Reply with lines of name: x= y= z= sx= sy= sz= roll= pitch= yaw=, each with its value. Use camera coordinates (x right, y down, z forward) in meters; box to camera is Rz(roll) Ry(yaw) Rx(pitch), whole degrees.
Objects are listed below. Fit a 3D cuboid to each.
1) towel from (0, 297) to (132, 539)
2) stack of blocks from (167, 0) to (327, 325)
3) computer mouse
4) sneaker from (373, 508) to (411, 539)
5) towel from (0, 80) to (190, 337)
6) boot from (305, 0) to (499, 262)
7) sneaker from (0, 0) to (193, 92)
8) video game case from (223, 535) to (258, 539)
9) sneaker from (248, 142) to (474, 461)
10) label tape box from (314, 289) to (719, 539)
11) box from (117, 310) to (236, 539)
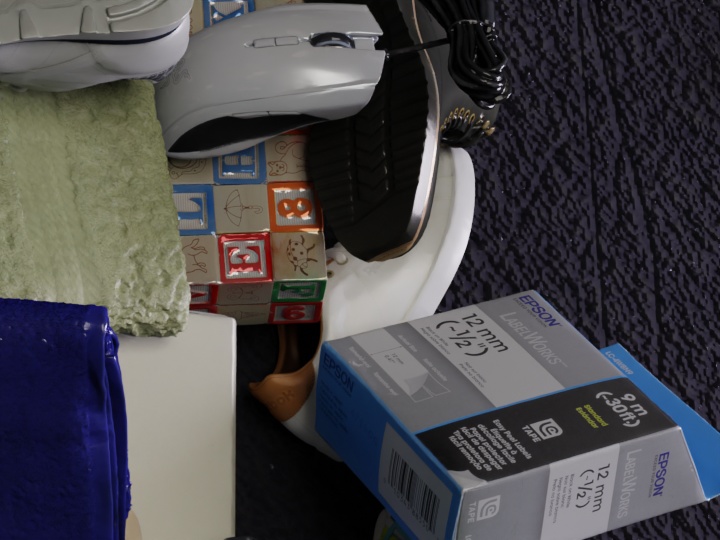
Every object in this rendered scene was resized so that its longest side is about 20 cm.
towel: x=-0.210 y=0.070 z=1.296 sx=0.200 sy=0.148 sz=0.050 roll=3 pitch=31 yaw=4
stack of blocks: x=-0.083 y=-0.072 z=1.468 sx=0.115 sy=0.059 sz=0.200 roll=-1 pitch=66 yaw=-6
computer mouse: x=-0.026 y=-0.109 z=1.398 sx=0.200 sy=0.044 sz=0.110 roll=-16 pitch=56 yaw=9
sneaker: x=0.040 y=0.165 z=1.470 sx=0.077 sy=0.080 sz=0.200 roll=22 pitch=65 yaw=-21
towel: x=-0.164 y=-0.056 z=1.361 sx=0.148 sy=0.036 sz=0.200 roll=-2 pitch=66 yaw=-32
boot: x=0.039 y=-0.076 z=1.474 sx=0.138 sy=0.077 sz=0.200 roll=37 pitch=44 yaw=-48
sneaker: x=-0.182 y=-0.118 z=1.318 sx=0.200 sy=0.081 sz=0.076 roll=3 pitch=65 yaw=-9
video game case: x=-0.038 y=0.244 z=1.377 sx=0.019 sy=0.143 sz=0.200 roll=-5 pitch=75 yaw=15
sneaker: x=0.000 y=0.000 z=1.505 sx=0.085 sy=0.073 sz=0.200 roll=33 pitch=62 yaw=-19
label tape box: x=0.096 y=0.075 z=1.429 sx=0.200 sy=0.066 sz=0.143 roll=-15 pitch=38 yaw=-26
box: x=-0.115 y=0.125 z=1.390 sx=0.078 sy=0.095 sz=0.200 roll=8 pitch=69 yaw=-25
